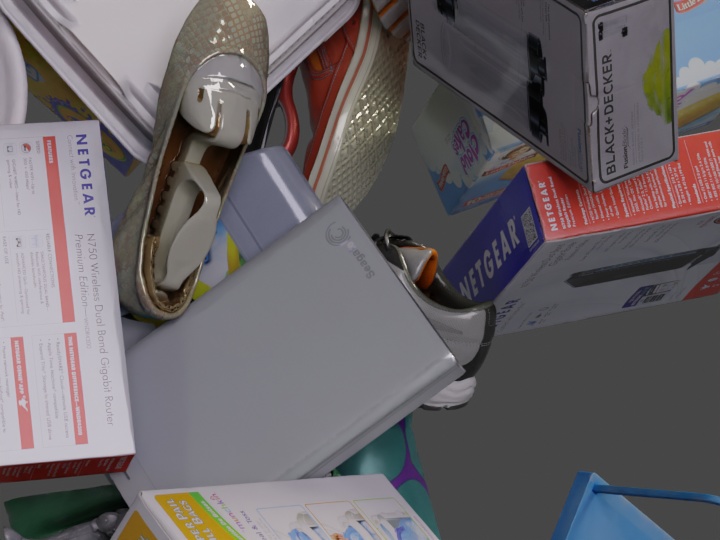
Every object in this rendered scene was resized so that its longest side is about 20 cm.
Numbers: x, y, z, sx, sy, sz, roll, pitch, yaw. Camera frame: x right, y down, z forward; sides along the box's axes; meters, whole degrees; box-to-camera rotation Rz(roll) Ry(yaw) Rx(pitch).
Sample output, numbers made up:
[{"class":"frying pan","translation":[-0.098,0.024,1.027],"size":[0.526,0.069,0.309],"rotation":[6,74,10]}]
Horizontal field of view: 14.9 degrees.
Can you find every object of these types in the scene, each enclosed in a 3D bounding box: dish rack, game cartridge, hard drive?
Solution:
[{"class":"dish rack","translation":[-0.102,-0.178,1.650],"size":[0.172,0.044,0.200],"rotation":[48,67,-7]},{"class":"game cartridge","translation":[-0.103,0.020,1.644],"size":[0.200,0.040,0.133],"rotation":[-35,79,9]},{"class":"hard drive","translation":[-0.057,0.066,1.576],"size":[0.200,0.026,0.132],"rotation":[-37,63,2]}]

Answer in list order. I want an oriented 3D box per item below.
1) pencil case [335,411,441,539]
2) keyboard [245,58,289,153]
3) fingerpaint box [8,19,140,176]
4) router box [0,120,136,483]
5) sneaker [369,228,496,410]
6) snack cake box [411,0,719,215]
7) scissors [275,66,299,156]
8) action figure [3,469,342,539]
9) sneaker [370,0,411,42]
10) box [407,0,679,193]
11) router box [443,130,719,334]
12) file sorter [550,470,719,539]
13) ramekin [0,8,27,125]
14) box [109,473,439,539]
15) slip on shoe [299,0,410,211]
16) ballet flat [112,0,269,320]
[{"class":"pencil case","translation":[0.015,0.173,1.648],"size":[0.092,0.085,0.200],"rotation":[4,67,-53]},{"class":"keyboard","translation":[-0.098,-0.164,1.682],"size":[0.127,0.021,0.200],"rotation":[20,70,-17]},{"class":"fingerpaint box","translation":[-0.163,-0.189,1.720],"size":[0.200,0.073,0.167],"rotation":[42,69,0]},{"class":"router box","translation":[-0.226,0.021,1.550],"size":[0.179,0.049,0.200],"rotation":[-3,74,-14]},{"class":"sneaker","translation":[0.000,0.000,1.677],"size":[0.200,0.079,0.074],"rotation":[35,23,17]},{"class":"snack cake box","translation":[0.143,-0.112,1.750],"size":[0.200,0.115,0.067],"rotation":[-19,78,-18]},{"class":"scissors","translation":[-0.047,-0.153,1.734],"size":[0.073,0.014,0.200],"rotation":[12,78,35]},{"class":"action figure","translation":[-0.104,0.151,1.605],"size":[0.200,0.055,0.118],"rotation":[-17,60,-2]},{"class":"sneaker","translation":[0.059,-0.190,1.744],"size":[0.200,0.078,0.077],"rotation":[14,48,-56]},{"class":"box","translation":[0.101,-0.139,1.579],"size":[0.060,0.200,0.117],"rotation":[-20,123,-22]},{"class":"router box","translation":[0.161,-0.023,1.675],"size":[0.179,0.200,0.049],"rotation":[-11,75,-15]},{"class":"file sorter","translation":[0.176,0.241,1.619],"size":[0.139,0.123,0.200],"rotation":[40,64,-36]},{"class":"ramekin","translation":[-0.303,-0.095,1.646],"size":[0.200,0.098,0.201],"rotation":[4,73,-12]},{"class":"box","translation":[-0.050,0.188,1.510],"size":[0.200,0.113,0.101],"rotation":[2,39,-49]},{"class":"slip on shoe","translation":[-0.011,-0.125,1.750],"size":[0.061,0.074,0.200],"rotation":[4,76,24]},{"class":"ballet flat","translation":[-0.089,-0.064,1.589],"size":[0.067,0.062,0.200],"rotation":[13,100,-32]}]
